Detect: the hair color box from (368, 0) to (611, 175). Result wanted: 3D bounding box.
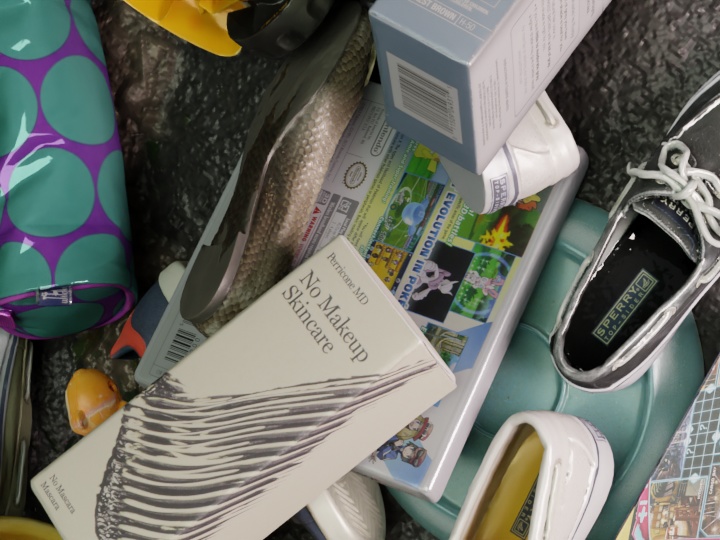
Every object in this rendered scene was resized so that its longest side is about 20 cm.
[{"bbox_3d":[0.087,-0.156,1.072,0.060,0.099,0.200,30,69,20],"label":"hair color box"}]

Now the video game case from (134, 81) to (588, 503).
[{"bbox_3d":[0.000,0.000,1.158,0.181,0.022,0.201,19,74,24],"label":"video game case"}]

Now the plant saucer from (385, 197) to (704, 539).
[{"bbox_3d":[0.082,0.058,1.168,0.199,0.027,0.202,0,91,22],"label":"plant saucer"}]

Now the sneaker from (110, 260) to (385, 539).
[{"bbox_3d":[-0.065,0.093,1.208,0.084,0.075,0.200,-43,66,16],"label":"sneaker"}]

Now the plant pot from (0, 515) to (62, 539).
[{"bbox_3d":[-0.236,0.259,1.226,0.188,0.200,0.202,-26,81,35],"label":"plant pot"}]

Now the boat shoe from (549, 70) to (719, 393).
[{"bbox_3d":[0.158,-0.028,1.096,0.074,0.068,0.200,40,92,13],"label":"boat shoe"}]

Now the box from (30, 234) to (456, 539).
[{"bbox_3d":[-0.057,0.080,1.091,0.200,0.068,0.082,-40,61,0],"label":"box"}]

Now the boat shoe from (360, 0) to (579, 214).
[{"bbox_3d":[0.054,-0.121,1.150,0.069,0.071,0.201,-18,58,-14],"label":"boat shoe"}]

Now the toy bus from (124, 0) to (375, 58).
[{"bbox_3d":[-0.034,-0.229,1.128,0.199,0.135,0.193,-19,43,48],"label":"toy bus"}]

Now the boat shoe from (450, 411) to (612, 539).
[{"bbox_3d":[0.060,0.163,1.103,0.071,0.070,0.201,28,95,37],"label":"boat shoe"}]

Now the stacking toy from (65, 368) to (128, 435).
[{"bbox_3d":[-0.110,0.144,1.176,0.109,0.116,0.201,-21,101,21],"label":"stacking toy"}]

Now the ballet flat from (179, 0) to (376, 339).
[{"bbox_3d":[-0.035,-0.050,1.156,0.067,0.046,0.201,-13,50,57],"label":"ballet flat"}]

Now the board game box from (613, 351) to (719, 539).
[{"bbox_3d":[0.201,0.141,1.107,0.135,0.035,0.201,31,102,11],"label":"board game box"}]

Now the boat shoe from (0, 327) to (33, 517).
[{"bbox_3d":[-0.222,0.056,1.273,0.071,0.062,0.202,-4,71,23],"label":"boat shoe"}]

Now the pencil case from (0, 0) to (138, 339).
[{"bbox_3d":[-0.181,-0.068,1.231,0.092,0.085,0.202,-6,77,-18],"label":"pencil case"}]
